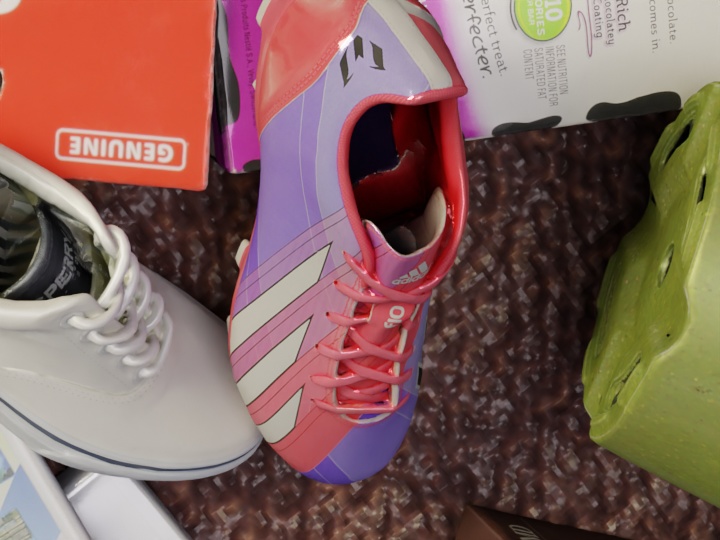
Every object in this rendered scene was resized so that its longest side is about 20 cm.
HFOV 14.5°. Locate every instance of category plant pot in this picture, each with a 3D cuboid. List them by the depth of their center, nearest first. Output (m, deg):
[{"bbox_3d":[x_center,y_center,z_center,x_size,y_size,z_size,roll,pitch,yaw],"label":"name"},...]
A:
[{"bbox_3d":[0.178,0.025,0.909,0.189,0.200,0.201,19,97,-5],"label":"plant pot"}]

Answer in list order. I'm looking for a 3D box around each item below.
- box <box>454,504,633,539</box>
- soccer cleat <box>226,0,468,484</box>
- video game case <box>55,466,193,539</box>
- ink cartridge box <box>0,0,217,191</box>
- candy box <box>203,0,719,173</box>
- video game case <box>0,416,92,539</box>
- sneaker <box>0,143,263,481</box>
[{"bbox_3d":[0.131,0.146,0.992,0.199,0.100,0.075,12,99,-18],"label":"box"},{"bbox_3d":[0.000,0.000,0.880,0.067,0.076,0.201,-17,132,-23],"label":"soccer cleat"},{"bbox_3d":[-0.109,0.189,0.978,0.200,0.024,0.182,-39,108,-3],"label":"video game case"},{"bbox_3d":[-0.140,-0.115,0.863,0.199,0.044,0.174,5,100,4],"label":"ink cartridge box"},{"bbox_3d":[0.040,-0.115,0.931,0.199,0.061,0.137,-8,103,-12],"label":"candy box"},{"bbox_3d":[-0.187,0.100,0.924,0.182,0.022,0.200,-30,98,-5],"label":"video game case"},{"bbox_3d":[-0.096,0.013,0.893,0.200,0.071,0.073,29,65,-36],"label":"sneaker"}]
